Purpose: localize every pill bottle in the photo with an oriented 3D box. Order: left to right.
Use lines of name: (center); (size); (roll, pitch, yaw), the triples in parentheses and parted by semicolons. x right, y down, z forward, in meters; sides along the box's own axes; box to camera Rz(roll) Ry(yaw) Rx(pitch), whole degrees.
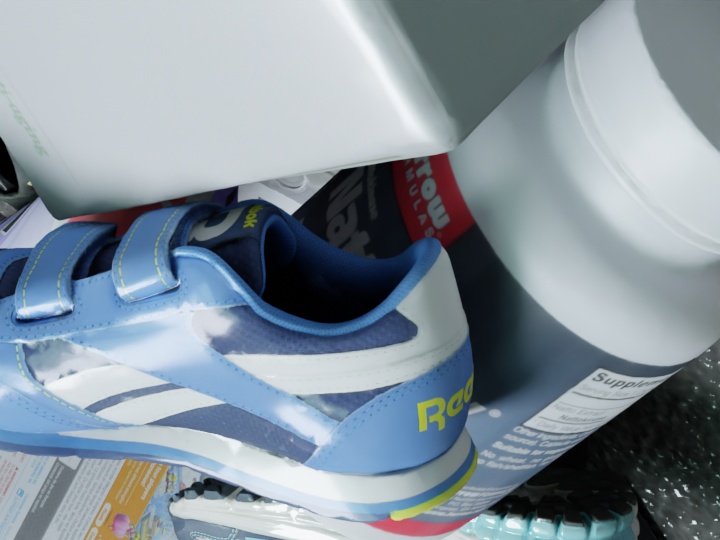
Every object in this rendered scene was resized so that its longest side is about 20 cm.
pill bottle: (0.053, -0.007, 0.756); (0.120, 0.120, 0.200); (47, 127, -3)

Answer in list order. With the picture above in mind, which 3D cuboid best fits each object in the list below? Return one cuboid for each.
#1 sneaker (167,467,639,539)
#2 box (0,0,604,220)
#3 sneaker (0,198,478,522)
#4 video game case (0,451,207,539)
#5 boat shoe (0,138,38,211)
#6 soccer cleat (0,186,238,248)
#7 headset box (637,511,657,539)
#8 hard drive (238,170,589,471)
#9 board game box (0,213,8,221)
sneaker: (0.009, 0.117, 0.880); (0.199, 0.077, 0.087); (3, 100, 36)
box: (-0.035, -0.146, 0.683); (0.200, 0.171, 0.199); (-8, 119, 50)
sneaker: (-0.060, 0.012, 0.701); (0.199, 0.074, 0.083); (9, 121, 6)
video game case: (-0.113, 0.126, 1.006); (0.200, 0.018, 0.144); (31, 100, 13)
boat shoe: (-0.121, -0.057, 0.928); (0.201, 0.063, 0.074); (116, 150, -70)
soccer cleat: (-0.088, -0.012, 0.848); (0.068, 0.073, 0.200); (29, 172, -17)
headset box: (0.076, 0.175, 0.989); (0.200, 0.077, 0.149); (-13, 116, 54)
hard drive: (0.000, 0.000, 0.922); (0.200, 0.038, 0.140); (29, 143, 25)
board game box: (-0.099, 0.034, 1.002); (0.200, 0.032, 0.120); (34, 166, -4)
